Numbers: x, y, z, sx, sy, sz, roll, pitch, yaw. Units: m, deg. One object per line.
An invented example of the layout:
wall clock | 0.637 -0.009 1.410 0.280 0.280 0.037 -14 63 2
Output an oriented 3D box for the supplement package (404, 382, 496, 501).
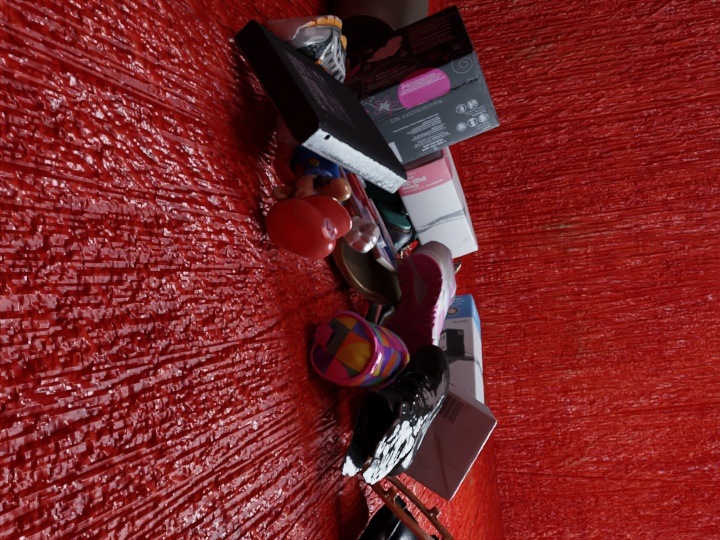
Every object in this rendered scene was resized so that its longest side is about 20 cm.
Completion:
supplement package | 0.100 0.211 1.154 0.121 0.120 0.200 -59 173 -1

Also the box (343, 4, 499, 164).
box | 0.064 -0.232 1.125 0.133 0.197 0.116 58 17 -45

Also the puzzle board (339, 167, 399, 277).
puzzle board | 0.002 -0.093 1.103 0.202 0.017 0.151 66 9 14

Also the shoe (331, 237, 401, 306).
shoe | 0.000 0.000 1.131 0.200 0.053 0.071 46 55 -57

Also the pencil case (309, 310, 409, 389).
pencil case | 0.000 0.098 1.010 0.200 0.087 0.090 41 44 -75

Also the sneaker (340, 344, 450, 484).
sneaker | 0.043 0.157 0.977 0.202 0.059 0.105 -64 148 -23

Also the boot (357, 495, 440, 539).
boot | 0.076 0.364 1.034 0.168 0.076 0.200 46 4 8

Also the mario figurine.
mario figurine | -0.033 -0.093 0.868 0.202 0.121 0.107 -90 -168 -49

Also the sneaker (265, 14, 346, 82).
sneaker | -0.053 -0.236 0.958 0.200 0.077 0.079 -14 105 -77

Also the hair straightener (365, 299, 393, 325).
hair straightener | 0.032 0.078 1.244 0.201 0.040 0.078 -77 157 -56

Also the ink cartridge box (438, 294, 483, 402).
ink cartridge box | 0.117 0.150 1.353 0.084 0.143 0.202 66 21 -50

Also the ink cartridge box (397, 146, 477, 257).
ink cartridge box | 0.102 -0.130 1.257 0.201 0.082 0.148 63 14 -45

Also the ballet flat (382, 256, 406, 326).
ballet flat | 0.064 0.057 1.337 0.068 0.063 0.202 35 40 -36

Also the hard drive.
hard drive | -0.033 -0.160 0.865 0.141 0.033 0.199 58 18 22

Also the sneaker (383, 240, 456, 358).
sneaker | 0.089 0.045 1.159 0.088 0.081 0.202 -44 155 -47

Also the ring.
ring | 0.064 0.285 1.041 0.200 0.019 0.200 45 -1 1

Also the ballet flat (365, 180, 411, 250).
ballet flat | 0.029 -0.081 1.259 0.201 0.072 0.074 -105 -179 -59

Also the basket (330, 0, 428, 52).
basket | 0.021 -0.358 1.230 0.202 0.134 0.182 -77 150 -47

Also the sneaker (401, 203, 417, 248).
sneaker | 0.053 -0.128 1.375 0.202 0.070 0.080 65 36 -29

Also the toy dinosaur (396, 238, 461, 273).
toy dinosaur | 0.103 -0.013 1.451 0.201 0.133 0.087 -73 171 -48
